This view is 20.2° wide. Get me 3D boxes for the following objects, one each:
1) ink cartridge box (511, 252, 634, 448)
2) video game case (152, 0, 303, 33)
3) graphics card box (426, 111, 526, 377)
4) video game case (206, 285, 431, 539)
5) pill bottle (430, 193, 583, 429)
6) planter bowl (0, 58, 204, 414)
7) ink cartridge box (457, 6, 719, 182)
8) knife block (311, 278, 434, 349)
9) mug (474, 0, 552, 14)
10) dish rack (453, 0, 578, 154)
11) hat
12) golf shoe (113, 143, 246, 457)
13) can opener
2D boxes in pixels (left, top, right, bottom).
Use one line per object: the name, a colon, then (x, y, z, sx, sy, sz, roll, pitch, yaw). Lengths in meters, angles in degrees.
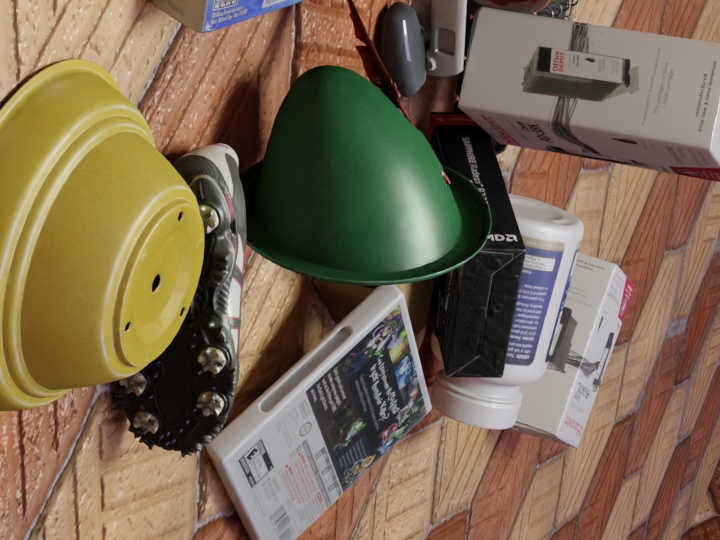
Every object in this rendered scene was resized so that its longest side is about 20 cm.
ink cartridge box: (0.222, 0.087, 2.218, 0.145, 0.083, 0.200, 33, 76, -72)
video game case: (-0.021, -0.242, 1.138, 0.200, 0.045, 0.181, -27, 139, -44)
graphics card box: (0.083, -0.023, 1.605, 0.200, 0.051, 0.126, -100, -166, -55)
video game case: (-0.026, 0.117, 1.519, 0.182, 0.023, 0.200, -42, 153, -15)
pill bottle: (0.126, 0.037, 1.843, 0.111, 0.111, 0.200, -21, 127, -67)
planter bowl: (-0.139, -0.004, 1.069, 0.200, 0.083, 0.201, -55, 155, -41)
ink cartridge box: (0.190, -0.133, 1.558, 0.147, 0.200, 0.083, 25, 77, -70)
knife block: (0.000, 0.000, 1.514, 0.176, 0.064, 0.200, -42, 146, -56)
mug: (0.152, -0.288, 1.568, 0.200, 0.133, 0.178, -57, 146, -29)
dish rack: (0.147, -0.203, 1.743, 0.200, 0.054, 0.154, -35, 141, -51)
hat: (-0.006, -0.113, 1.254, 0.166, 0.200, 0.176, -26, 132, -38)
golf shoe: (-0.098, 0.020, 1.233, 0.088, 0.077, 0.200, -58, 161, -60)
can opener: (0.047, -0.215, 1.460, 0.067, 0.053, 0.200, -55, 155, -43)
